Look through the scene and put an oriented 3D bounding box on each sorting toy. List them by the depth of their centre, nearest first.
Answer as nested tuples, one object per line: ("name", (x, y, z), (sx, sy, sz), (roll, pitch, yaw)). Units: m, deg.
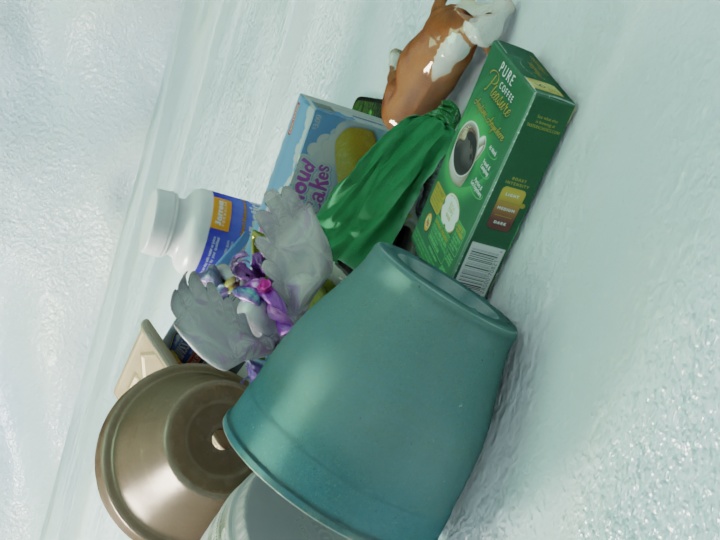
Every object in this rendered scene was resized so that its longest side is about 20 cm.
("sorting toy", (-0.214, 0.171, 1.543), (0.186, 0.036, 0.201), (54, 147, 16))

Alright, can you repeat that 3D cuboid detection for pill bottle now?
("pill bottle", (-0.174, -0.039, 1.682), (0.112, 0.198, 0.114), (-165, 90, -71))

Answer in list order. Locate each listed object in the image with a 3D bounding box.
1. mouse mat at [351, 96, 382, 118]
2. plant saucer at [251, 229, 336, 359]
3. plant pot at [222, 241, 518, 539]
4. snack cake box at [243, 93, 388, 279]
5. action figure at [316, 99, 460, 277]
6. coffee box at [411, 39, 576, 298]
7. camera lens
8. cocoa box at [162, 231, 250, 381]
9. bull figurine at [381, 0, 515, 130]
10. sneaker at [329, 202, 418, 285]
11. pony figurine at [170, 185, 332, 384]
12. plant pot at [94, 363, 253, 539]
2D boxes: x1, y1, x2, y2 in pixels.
("mouse mat", (-0.010, -0.105, 1.555), (0.161, 0.007, 0.203), (-152, 76, -71))
("plant saucer", (-0.053, 0.078, 1.357), (0.199, 0.047, 0.203), (-143, 49, -58))
("plant pot", (0.021, 0.089, 1.047), (0.189, 0.198, 0.200), (-59, 21, 8))
("snack cake box", (-0.041, -0.077, 1.442), (0.202, 0.114, 0.067), (-70, 25, 16))
("action figure", (0.032, -0.082, 1.252), (0.118, 0.055, 0.201), (29, 75, 39))
("coffee box", (0.109, -0.080, 1.126), (0.123, 0.043, 0.202), (-112, 40, -60))
("camera lens", (-0.074, 0.278, 1.206), (0.201, 0.158, 0.162), (124, 154, -45))
("cocoa box", (-0.151, 0.078, 1.569), (0.134, 0.131, 0.200), (-53, 2, -38))
("bull figurine", (0.078, -0.216, 1.288), (0.200, 0.065, 0.122), (-48, 24, 42))
("sneaker", (0.000, 0.000, 1.340), (0.116, 0.073, 0.201), (-96, 28, -53))
("pony figurine", (-0.087, 0.042, 1.213), (0.166, 0.194, 0.199), (-43, 20, -19))
("plant pot", (-0.156, 0.178, 1.317), (0.175, 0.198, 0.203), (137, 143, -67))
